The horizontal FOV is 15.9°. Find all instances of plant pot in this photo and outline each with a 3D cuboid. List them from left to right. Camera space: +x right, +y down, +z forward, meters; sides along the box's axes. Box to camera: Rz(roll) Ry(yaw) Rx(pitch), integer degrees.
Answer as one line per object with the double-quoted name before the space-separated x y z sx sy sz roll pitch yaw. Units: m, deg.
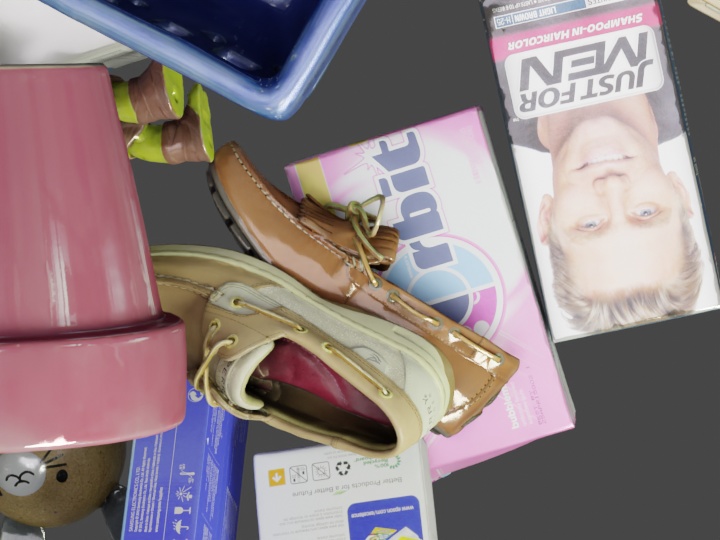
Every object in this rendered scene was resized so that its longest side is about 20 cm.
"plant pot" -0.184 -0.011 1.258 0.200 0.200 0.179 0 94 7
"plant pot" -0.065 -0.199 1.275 0.200 0.180 0.200 29 94 4

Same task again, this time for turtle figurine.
"turtle figurine" -0.168 -0.079 1.360 0.161 0.200 0.064 -10 48 14

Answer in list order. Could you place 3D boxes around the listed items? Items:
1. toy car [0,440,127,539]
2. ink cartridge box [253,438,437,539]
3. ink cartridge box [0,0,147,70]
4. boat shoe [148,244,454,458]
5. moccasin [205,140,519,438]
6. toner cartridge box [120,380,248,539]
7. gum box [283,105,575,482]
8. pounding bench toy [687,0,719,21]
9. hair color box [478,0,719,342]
"toy car" -0.188 0.098 1.461 0.164 0.158 0.200 -13 104 17
"ink cartridge box" -0.002 0.191 1.391 0.095 0.037 0.200 -9 69 9
"ink cartridge box" -0.112 -0.191 1.435 0.200 0.129 0.125 -18 92 6
"boat shoe" -0.052 0.043 1.349 0.200 0.066 0.074 16 123 14
"moccasin" 0.000 0.000 1.392 0.201 0.074 0.078 42 92 5
"toner cartridge box" -0.096 0.110 1.425 0.043 0.095 0.200 0 62 9
"gum box" 0.043 0.018 1.460 0.113 0.066 0.200 -17 92 7
"pounding bench toy" 0.226 -0.190 1.381 0.200 0.156 0.124 29 97 4
"hair color box" 0.136 -0.068 1.448 0.100 0.061 0.200 -12 93 8
